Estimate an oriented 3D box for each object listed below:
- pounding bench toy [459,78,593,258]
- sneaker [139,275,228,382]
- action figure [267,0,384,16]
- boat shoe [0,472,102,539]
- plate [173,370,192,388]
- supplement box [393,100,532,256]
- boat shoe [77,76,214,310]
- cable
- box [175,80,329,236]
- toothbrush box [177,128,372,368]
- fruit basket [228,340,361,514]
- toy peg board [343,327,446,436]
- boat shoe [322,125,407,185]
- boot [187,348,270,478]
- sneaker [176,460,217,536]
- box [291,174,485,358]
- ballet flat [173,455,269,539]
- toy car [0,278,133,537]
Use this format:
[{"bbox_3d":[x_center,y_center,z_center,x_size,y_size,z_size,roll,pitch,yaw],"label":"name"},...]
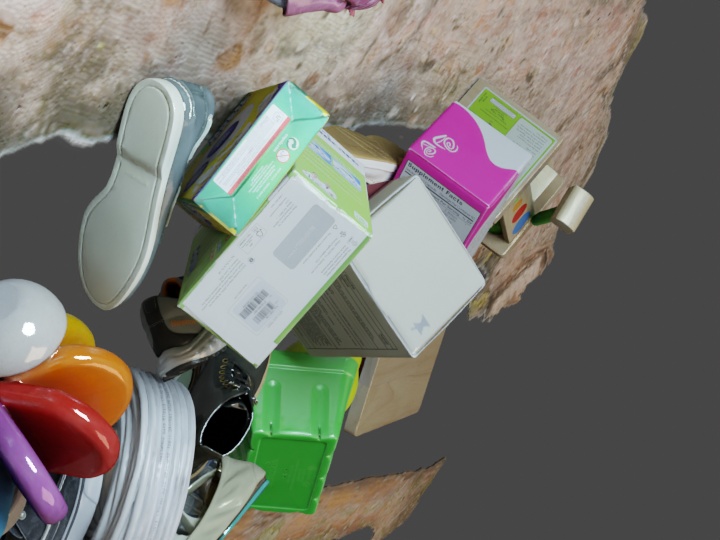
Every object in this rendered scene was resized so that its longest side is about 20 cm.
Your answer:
[{"bbox_3d":[0.181,-0.091,1.575,0.124,0.199,0.156,-48,160,-7],"label":"pounding bench toy"},{"bbox_3d":[-0.144,0.033,1.252,0.073,0.080,0.200,-25,-174,17],"label":"sneaker"},{"bbox_3d":[-0.014,-0.242,0.961,0.135,0.148,0.200,-55,148,-5],"label":"action figure"},{"bbox_3d":[-0.280,0.210,1.173,0.067,0.072,0.202,10,113,-35],"label":"boat shoe"},{"bbox_3d":[-0.167,0.123,1.432,0.200,0.026,0.201,-45,161,-20],"label":"plate"},{"bbox_3d":[0.079,-0.055,1.378,0.101,0.103,0.201,-46,170,-42],"label":"supplement box"},{"bbox_3d":[-0.163,-0.057,1.048,0.062,0.073,0.202,-17,136,-52],"label":"boat shoe"},{"bbox_3d":[-0.209,0.189,1.212,0.200,0.069,0.202,-32,-132,55],"label":"cable"},{"bbox_3d":[-0.095,-0.089,1.072,0.118,0.048,0.200,-52,-168,-6],"label":"box"},{"bbox_3d":[-0.069,-0.033,1.119,0.146,0.086,0.200,-48,-164,13],"label":"toothbrush box"},{"bbox_3d":[-0.073,0.142,1.494,0.216,0.153,0.219,-174,-90,-81],"label":"fruit basket"},{"bbox_3d":[0.025,0.088,1.743,0.199,0.097,0.201,-9,118,-64],"label":"toy peg board"},{"bbox_3d":[0.000,-0.096,1.349,0.070,0.071,0.200,-57,161,12],"label":"boat shoe"},{"bbox_3d":[-0.115,0.107,1.278,0.138,0.077,0.202,-29,-147,59],"label":"boot"},{"bbox_3d":[-0.192,0.238,1.348,0.087,0.074,0.200,-48,-170,18],"label":"sneaker"},{"bbox_3d":[0.000,0.000,1.271,0.109,0.129,0.199,-42,-162,-26],"label":"box"},{"bbox_3d":[-0.157,0.246,1.244,0.200,0.069,0.070,-54,168,-43],"label":"ballet flat"},{"bbox_3d":[-0.255,0.124,1.002,0.200,0.149,0.176,-42,143,-24],"label":"toy car"}]
